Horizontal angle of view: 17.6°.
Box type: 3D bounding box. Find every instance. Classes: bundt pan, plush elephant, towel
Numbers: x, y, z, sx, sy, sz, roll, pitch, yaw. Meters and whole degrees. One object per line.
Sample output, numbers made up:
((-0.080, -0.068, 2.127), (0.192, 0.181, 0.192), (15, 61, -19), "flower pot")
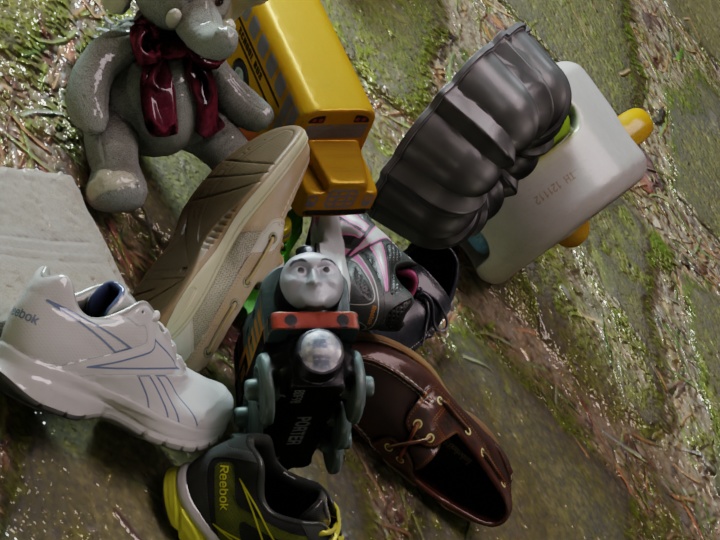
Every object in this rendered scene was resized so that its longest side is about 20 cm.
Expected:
((0.095, -0.096, 1.855), (0.076, 0.202, 0.202), (39, 23, 9), "bundt pan")
((-0.129, -0.158, 1.665), (0.164, 0.155, 0.200), (-1, 46, -32), "plush elephant")
((-0.227, -0.011, 1.473), (0.200, 0.034, 0.133), (8, 49, -56), "towel")

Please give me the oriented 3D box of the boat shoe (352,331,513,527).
((0.046, 0.120, 1.733), (0.200, 0.070, 0.071), (37, 25, -31), "boat shoe")

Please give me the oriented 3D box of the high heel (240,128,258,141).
((-0.085, -0.139, 1.853), (0.200, 0.067, 0.096), (46, 33, 17), "high heel")

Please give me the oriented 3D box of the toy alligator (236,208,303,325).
((-0.076, -0.018, 1.717), (0.054, 0.060, 0.200), (9, 36, 7), "toy alligator")

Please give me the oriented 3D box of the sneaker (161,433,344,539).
((-0.037, 0.186, 1.482), (0.200, 0.085, 0.075), (45, 27, -16), "sneaker")

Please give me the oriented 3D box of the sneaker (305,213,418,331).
((0.000, 0.000, 1.753), (0.086, 0.081, 0.200), (13, 28, -7), "sneaker")

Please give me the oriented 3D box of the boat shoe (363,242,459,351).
((0.033, 0.026, 1.847), (0.075, 0.062, 0.200), (52, 26, -7), "boat shoe")

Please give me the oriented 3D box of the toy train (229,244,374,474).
((-0.044, 0.063, 1.531), (0.085, 0.200, 0.115), (-2, 67, -10), "toy train")

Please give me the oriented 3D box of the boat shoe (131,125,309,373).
((-0.088, -0.014, 1.604), (0.065, 0.072, 0.200), (49, 58, -30), "boat shoe")

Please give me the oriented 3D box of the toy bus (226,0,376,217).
((-0.044, -0.134, 1.749), (0.065, 0.078, 0.201), (-2, 49, -29), "toy bus")

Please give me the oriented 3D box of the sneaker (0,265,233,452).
((-0.143, 0.057, 1.444), (0.074, 0.088, 0.200), (22, 0, 39), "sneaker")

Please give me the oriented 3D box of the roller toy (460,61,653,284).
((0.155, -0.081, 2.054), (0.140, 0.182, 0.200), (54, 34, 2), "roller toy")
